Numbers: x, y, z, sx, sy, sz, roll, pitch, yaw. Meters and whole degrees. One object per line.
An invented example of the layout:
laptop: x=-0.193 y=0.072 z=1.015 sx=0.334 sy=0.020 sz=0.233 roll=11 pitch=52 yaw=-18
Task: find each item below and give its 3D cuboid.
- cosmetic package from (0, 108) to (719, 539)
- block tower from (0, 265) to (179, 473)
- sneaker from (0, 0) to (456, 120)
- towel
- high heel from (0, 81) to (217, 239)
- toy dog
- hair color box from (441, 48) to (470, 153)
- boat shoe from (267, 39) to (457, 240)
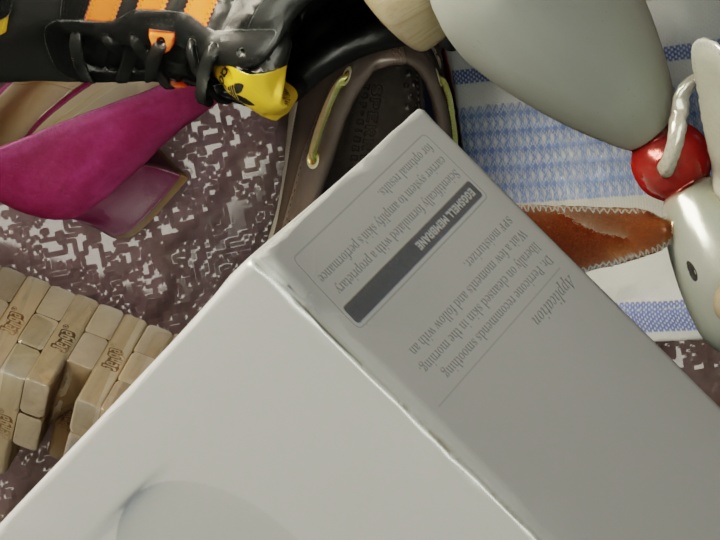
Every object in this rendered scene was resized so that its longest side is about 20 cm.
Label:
cosmetic package: x=0.009 y=0.097 z=0.926 sx=0.200 sy=0.123 sz=0.199 roll=46 pitch=127 yaw=0
block tower: x=-0.110 y=0.046 z=1.098 sx=0.200 sy=0.058 sz=0.054 roll=20 pitch=130 yaw=5
sneaker: x=-0.059 y=-0.089 z=1.020 sx=0.200 sy=0.070 sz=0.090 roll=-16 pitch=62 yaw=3
towel: x=0.090 y=-0.070 z=1.024 sx=0.147 sy=0.024 sz=0.200 roll=-5 pitch=98 yaw=44
high heel: x=-0.067 y=-0.102 z=1.083 sx=0.200 sy=0.096 sz=0.067 roll=-49 pitch=58 yaw=10
toy dog: x=0.076 y=-0.061 z=0.933 sx=0.200 sy=0.096 sz=0.132 roll=34 pitch=108 yaw=6
hair color box: x=0.139 y=-0.053 z=1.111 sx=0.200 sy=0.064 sz=0.111 roll=-12 pitch=94 yaw=2
boat shoe: x=0.000 y=0.000 z=1.095 sx=0.072 sy=0.060 sz=0.200 roll=3 pitch=111 yaw=-10
